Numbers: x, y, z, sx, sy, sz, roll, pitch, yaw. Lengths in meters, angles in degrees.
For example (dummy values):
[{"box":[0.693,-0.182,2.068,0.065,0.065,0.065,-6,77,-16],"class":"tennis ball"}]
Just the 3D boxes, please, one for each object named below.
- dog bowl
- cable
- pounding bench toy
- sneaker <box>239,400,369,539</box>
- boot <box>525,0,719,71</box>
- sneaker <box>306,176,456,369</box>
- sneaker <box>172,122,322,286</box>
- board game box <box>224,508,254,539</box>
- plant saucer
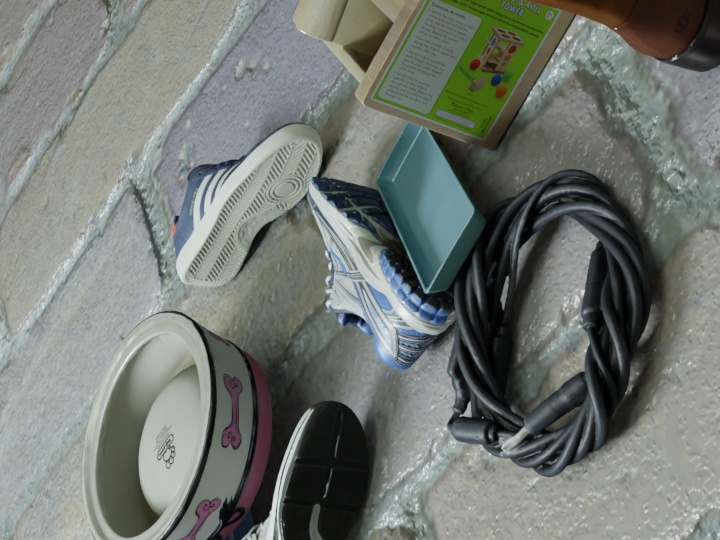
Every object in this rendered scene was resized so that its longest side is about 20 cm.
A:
[{"box":[-0.145,0.137,1.331,0.200,0.074,0.201,-28,54,46],"class":"dog bowl"},{"box":[0.122,0.030,1.088,0.163,0.051,0.200,17,89,57],"class":"cable"},{"box":[0.018,-0.200,1.191,0.124,0.200,0.156,-60,38,20],"class":"pounding bench toy"},{"box":[-0.064,0.192,1.260,0.115,0.076,0.201,9,87,53],"class":"sneaker"},{"box":[0.149,-0.233,1.023,0.068,0.200,0.189,-4,74,53],"class":"boot"},{"box":[0.000,0.000,1.250,0.085,0.077,0.200,-62,36,23],"class":"sneaker"},{"box":[-0.107,-0.075,1.422,0.200,0.075,0.085,-46,48,35],"class":"sneaker"},{"box":[-0.152,0.181,1.420,0.135,0.034,0.200,-45,44,35],"class":"board game box"},{"box":[0.050,-0.052,1.205,0.070,0.019,0.200,-61,22,18],"class":"plant saucer"}]
